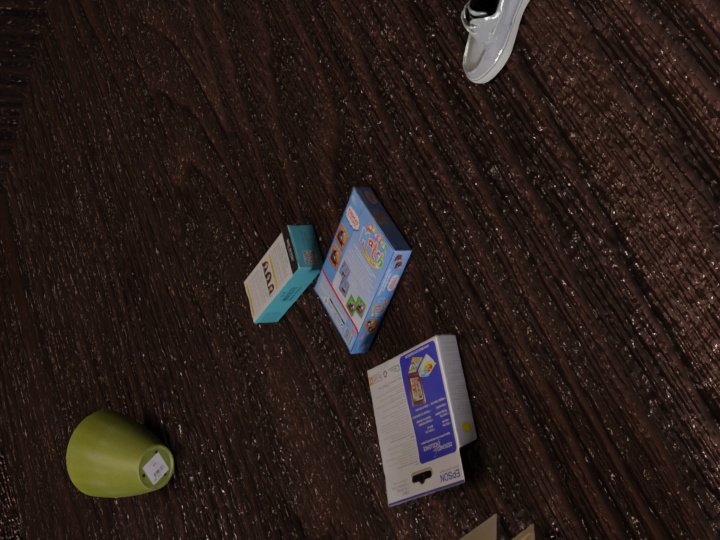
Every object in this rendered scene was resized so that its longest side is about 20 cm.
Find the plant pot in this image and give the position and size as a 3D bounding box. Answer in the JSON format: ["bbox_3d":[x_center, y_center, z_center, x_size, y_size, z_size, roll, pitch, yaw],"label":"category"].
[{"bbox_3d":[-0.488,0.400,2.574,0.199,0.186,0.189,3,94,44],"label":"plant pot"}]

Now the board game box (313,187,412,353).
[{"bbox_3d":[0.000,0.000,1.838,0.152,0.036,0.201,58,139,40],"label":"board game box"}]

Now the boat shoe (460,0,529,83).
[{"bbox_3d":[0.161,-0.326,1.519,0.070,0.071,0.202,59,138,40],"label":"boat shoe"}]

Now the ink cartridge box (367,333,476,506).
[{"bbox_3d":[0.086,0.211,1.696,0.197,0.047,0.202,-32,65,54],"label":"ink cartridge box"}]

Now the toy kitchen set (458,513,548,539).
[{"bbox_3d":[0.190,0.429,1.519,0.200,0.181,0.163,-39,9,15],"label":"toy kitchen set"}]

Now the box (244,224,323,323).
[{"bbox_3d":[-0.131,0.008,2.049,0.200,0.049,0.083,-47,52,50],"label":"box"}]
